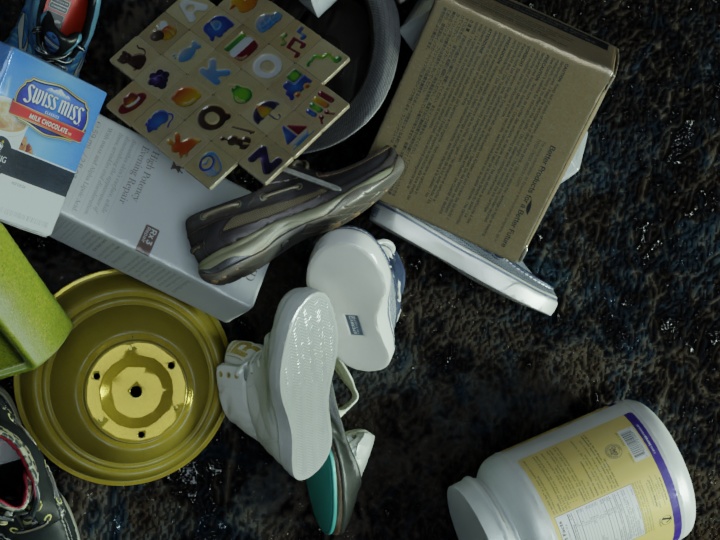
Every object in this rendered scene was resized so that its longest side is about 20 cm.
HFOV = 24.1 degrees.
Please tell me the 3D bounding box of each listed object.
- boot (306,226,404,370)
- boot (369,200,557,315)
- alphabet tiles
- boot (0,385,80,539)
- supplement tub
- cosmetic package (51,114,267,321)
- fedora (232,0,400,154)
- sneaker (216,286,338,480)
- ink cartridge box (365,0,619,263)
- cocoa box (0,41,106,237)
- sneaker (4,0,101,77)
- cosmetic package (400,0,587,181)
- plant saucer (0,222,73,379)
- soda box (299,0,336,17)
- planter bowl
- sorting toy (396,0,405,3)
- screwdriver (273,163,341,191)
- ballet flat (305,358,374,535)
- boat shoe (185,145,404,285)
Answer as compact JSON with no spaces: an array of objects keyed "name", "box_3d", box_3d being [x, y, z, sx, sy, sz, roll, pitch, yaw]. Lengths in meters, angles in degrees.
[{"name":"boot","box_3d":[0.000,0.000,1.483,0.073,0.200,0.091,8,58,9]},{"name":"boot","box_3d":[0.114,-0.039,1.572,0.200,0.073,0.090,29,89,-14]},{"name":"alphabet tiles","box_3d":[-0.113,-0.159,1.426,0.200,0.006,0.166,38,74,26]},{"name":"boot","box_3d":[-0.294,0.203,1.445,0.073,0.154,0.204,-23,102,-9]},{"name":"supplement tub","box_3d":[0.197,0.221,1.587,0.200,0.145,0.146,-22,101,-12]},{"name":"cosmetic package","box_3d":[-0.175,-0.045,1.473,0.200,0.074,0.102,25,68,-16]},{"name":"fedora","box_3d":[-0.039,-0.181,1.484,0.176,0.090,0.200,-12,71,17]},{"name":"sneaker","box_3d":[-0.082,0.081,1.477,0.074,0.115,0.200,-28,137,-36]},{"name":"ink cartridge box","box_3d":[0.108,-0.132,1.463,0.164,0.075,0.200,25,118,0]},{"name":"cocoa box","box_3d":[-0.335,-0.130,1.362,0.200,0.133,0.132,22,89,28]},{"name":"sneaker","box_3d":[-0.272,-0.188,1.443,0.078,0.090,0.200,16,92,-16]},{"name":"cosmetic package","box_3d":[0.124,-0.170,1.540,0.074,0.102,0.200,-32,104,23]},{"name":"plant saucer","box_3d":[-0.355,0.050,1.377,0.199,0.200,0.048,-17,60,2]},{"name":"soda box","box_3d":[-0.085,-0.310,1.444,0.068,0.064,0.200,-44,69,-6]},{"name":"planter bowl","box_3d":[-0.204,0.102,1.496,0.200,0.083,0.201,-2,97,-15]},{"name":"sorting toy","box_3d":[0.028,-0.332,1.481,0.107,0.200,0.180,-11,107,26]},{"name":"screwdriver","box_3d":[-0.090,-0.097,1.407,0.028,0.200,0.029,-50,134,-21]},{"name":"ballet flat","box_3d":[-0.025,0.144,1.561,0.068,0.068,0.200,-19,101,-25]},{"name":"boat shoe","box_3d":[-0.058,-0.062,1.424,0.200,0.075,0.073,-28,83,-12]}]
